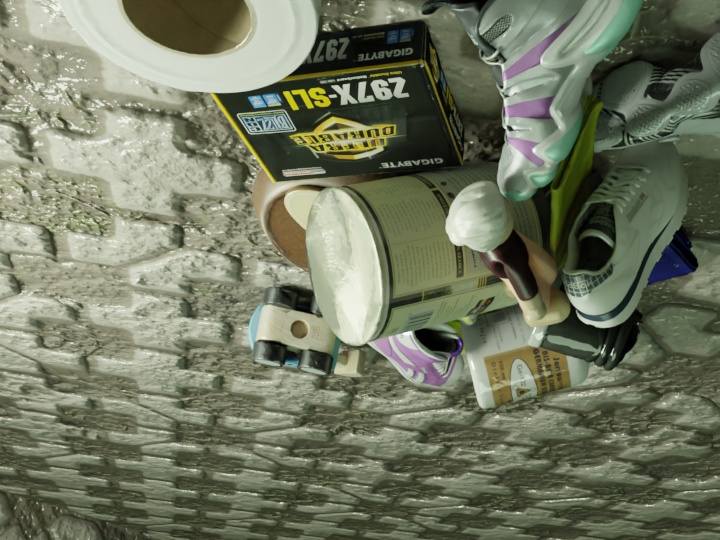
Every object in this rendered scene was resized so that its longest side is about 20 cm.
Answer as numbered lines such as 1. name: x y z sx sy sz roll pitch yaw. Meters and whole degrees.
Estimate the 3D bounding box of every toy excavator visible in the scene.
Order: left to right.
1. toy excavator: -0.069 0.103 1.394 0.191 0.102 0.200 13 167 -11

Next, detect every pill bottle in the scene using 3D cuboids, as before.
1. pill bottle: 0.232 0.096 1.243 0.196 0.116 0.115 -15 152 5

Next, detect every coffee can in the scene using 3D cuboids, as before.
1. coffee can: 0.066 -0.021 0.942 0.197 0.149 0.146 -12 164 -29

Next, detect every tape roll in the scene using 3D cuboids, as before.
1. tape roll: -0.124 -0.221 0.739 0.198 0.072 0.203 5 154 2

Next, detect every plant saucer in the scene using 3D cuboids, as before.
1. plant saucer: -0.028 -0.048 1.062 0.196 0.035 0.202 13 143 10

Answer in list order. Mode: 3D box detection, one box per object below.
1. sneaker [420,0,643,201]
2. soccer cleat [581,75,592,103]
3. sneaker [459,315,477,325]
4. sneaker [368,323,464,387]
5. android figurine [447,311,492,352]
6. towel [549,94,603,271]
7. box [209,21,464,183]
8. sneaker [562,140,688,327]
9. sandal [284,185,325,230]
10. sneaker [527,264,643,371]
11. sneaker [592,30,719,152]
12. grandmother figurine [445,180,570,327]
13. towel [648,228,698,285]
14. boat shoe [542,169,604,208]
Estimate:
1. sneaker: 0.104 -0.156 0.717 0.137 0.078 0.203 17 119 -9
2. soccer cleat: 0.134 -0.172 0.780 0.068 0.079 0.199 -13 149 34
3. sneaker: 0.094 -0.007 1.155 0.103 0.077 0.201 12 149 15
4. sneaker: 0.097 0.107 1.240 0.113 0.074 0.199 8 164 42
5. android figurine: 0.098 0.072 1.337 0.196 0.042 0.182 13 154 -17
6. towel: 0.182 -0.067 0.837 0.018 0.087 0.200 19 167 16
7. box: -0.016 -0.147 0.899 0.196 0.050 0.160 -3 151 17
8. sneaker: 0.236 -0.052 0.879 0.075 0.202 0.081 2 148 42
9. sandal: 0.003 -0.002 1.019 0.210 0.070 0.077 35 140 -22
10. sneaker: 0.228 0.038 0.974 0.098 0.200 0.072 23 117 8
11. sneaker: 0.287 -0.133 0.834 0.114 0.076 0.198 26 147 -37
12. grandmother figurine: 0.119 -0.018 0.806 0.061 0.121 0.200 -43 151 3
13. towel: 0.261 -0.020 1.113 0.198 0.050 0.147 -20 141 39
14. boat shoe: 0.181 -0.048 1.030 0.200 0.074 0.074 -43 172 39
